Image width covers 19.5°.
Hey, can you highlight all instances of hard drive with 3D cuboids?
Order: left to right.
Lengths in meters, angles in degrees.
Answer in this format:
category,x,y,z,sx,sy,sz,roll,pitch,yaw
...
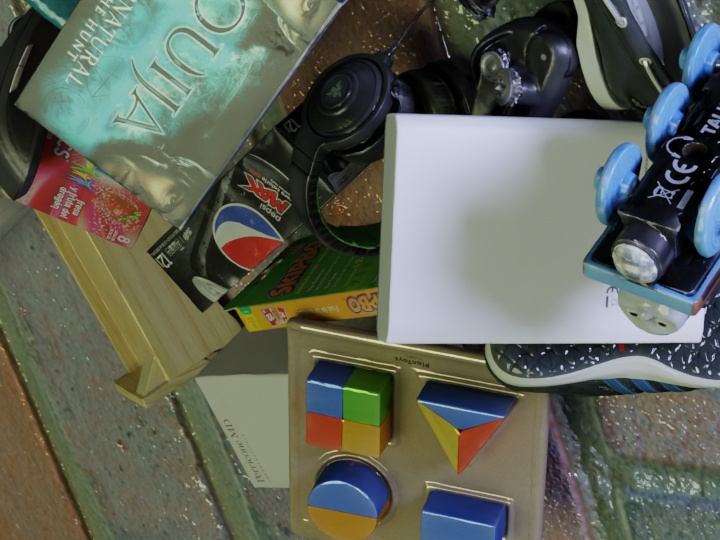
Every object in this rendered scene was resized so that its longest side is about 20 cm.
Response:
category,x,y,z,sx,sy,sz,roll,pitch,yaw
hard drive,0.109,-0.023,1.233,0.027,0.199,0.132,-160,71,-71

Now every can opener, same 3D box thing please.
category,x,y,z,sx,sy,sz,roll,pitch,yaw
can opener,0.083,-0.076,1.284,0.063,0.078,0.200,51,130,33

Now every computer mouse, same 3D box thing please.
category,x,y,z,sx,sy,sz,roll,pitch,yaw
computer mouse,-0.241,-0.144,1.455,0.046,0.201,0.140,13,169,-18

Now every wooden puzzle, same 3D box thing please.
category,x,y,z,sx,sy,sz,roll,pitch,yaw
wooden puzzle,0.034,0.133,1.432,0.185,0.046,0.201,10,125,16

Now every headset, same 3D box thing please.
category,x,y,z,sx,sy,sz,roll,pitch,yaw
headset,0.031,-0.096,1.314,0.094,0.123,0.201,41,121,46

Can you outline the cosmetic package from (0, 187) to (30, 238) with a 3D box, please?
category,x,y,z,sx,sy,sz,roll,pitch,yaw
cosmetic package,-0.388,-0.076,1.686,0.200,0.123,0.199,50,139,-3

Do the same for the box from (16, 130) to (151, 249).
category,x,y,z,sx,sy,sz,roll,pitch,yaw
box,-0.161,-0.121,1.454,0.095,0.100,0.200,23,139,-8

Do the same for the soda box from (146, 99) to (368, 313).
category,x,y,z,sx,sy,sz,roll,pitch,yaw
soda box,-0.069,-0.048,1.474,0.063,0.071,0.200,47,139,-3

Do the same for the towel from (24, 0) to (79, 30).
category,x,y,z,sx,sy,sz,roll,pitch,yaw
towel,-0.125,-0.191,1.348,0.200,0.147,0.022,40,169,-3

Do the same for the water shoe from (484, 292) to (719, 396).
category,x,y,z,sx,sy,sz,roll,pitch,yaw
water shoe,0.178,0.043,1.319,0.199,0.072,0.079,1,167,2

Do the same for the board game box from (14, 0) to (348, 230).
category,x,y,z,sx,sy,sz,roll,pitch,yaw
board game box,-0.111,-0.136,1.290,0.135,0.028,0.200,37,122,-2

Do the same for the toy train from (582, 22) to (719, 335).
category,x,y,z,sx,sy,sz,roll,pitch,yaw
toy train,0.195,-0.049,1.157,0.086,0.200,0.114,19,143,27

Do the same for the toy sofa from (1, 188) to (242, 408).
category,x,y,z,sx,sy,sz,roll,pitch,yaw
toy sofa,-0.181,-0.003,1.612,0.200,0.097,0.083,62,162,-18

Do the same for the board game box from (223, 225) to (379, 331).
category,x,y,z,sx,sy,sz,roll,pitch,yaw
board game box,0.000,0.000,1.436,0.200,0.096,0.030,-6,119,43

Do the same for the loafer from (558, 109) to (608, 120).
category,x,y,z,sx,sy,sz,roll,pitch,yaw
loafer,0.130,-0.009,1.334,0.070,0.068,0.201,44,140,32

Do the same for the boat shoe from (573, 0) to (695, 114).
category,x,y,z,sx,sy,sz,roll,pitch,yaw
boat shoe,0.147,-0.178,1.189,0.060,0.076,0.200,6,137,38

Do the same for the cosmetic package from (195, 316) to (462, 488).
category,x,y,z,sx,sy,sz,roll,pitch,yaw
cosmetic package,-0.011,0.096,1.534,0.200,0.081,0.113,-8,119,42
